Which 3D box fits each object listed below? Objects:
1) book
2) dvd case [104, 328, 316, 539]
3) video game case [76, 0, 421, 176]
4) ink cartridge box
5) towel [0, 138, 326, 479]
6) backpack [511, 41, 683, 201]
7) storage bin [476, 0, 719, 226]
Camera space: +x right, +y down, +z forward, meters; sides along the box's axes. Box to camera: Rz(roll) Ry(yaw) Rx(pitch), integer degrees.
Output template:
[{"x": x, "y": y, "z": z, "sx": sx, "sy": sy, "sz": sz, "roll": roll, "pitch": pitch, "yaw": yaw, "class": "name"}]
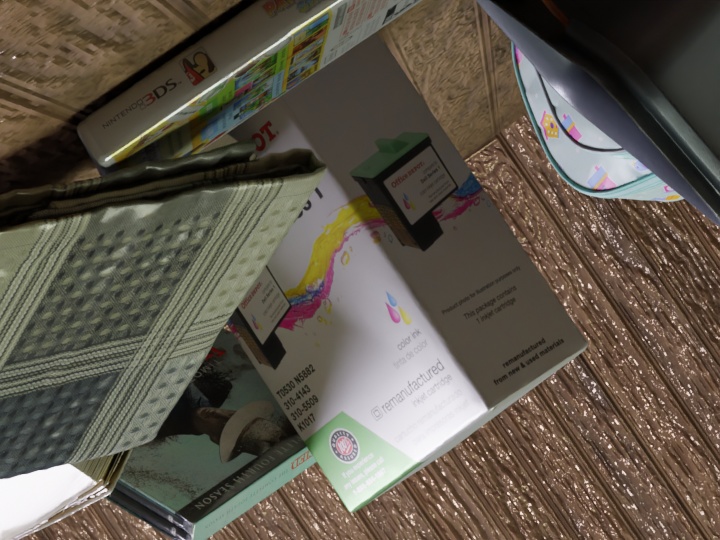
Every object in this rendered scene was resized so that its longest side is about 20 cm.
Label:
[{"x": -0.130, "y": 0.033, "z": 1.472, "sx": 0.134, "sy": 0.048, "sz": 0.200, "roll": -33, "pitch": -153, "yaw": 54, "class": "book"}, {"x": -0.119, "y": 0.065, "z": 1.592, "sx": 0.146, "sy": 0.200, "sz": 0.022, "roll": -32, "pitch": 142, "yaw": -44, "class": "dvd case"}, {"x": -0.037, "y": -0.095, "z": 1.283, "sx": 0.182, "sy": 0.023, "sz": 0.200, "roll": -35, "pitch": 179, "yaw": -4, "class": "video game case"}, {"x": 0.000, "y": 0.000, "z": 1.531, "sx": 0.084, "sy": 0.200, "sz": 0.145, "roll": -29, "pitch": 173, "yaw": -39, "class": "ink cartridge box"}, {"x": -0.125, "y": 0.021, "z": 1.266, "sx": 0.192, "sy": 0.035, "sz": 0.200, "roll": -12, "pitch": 147, "yaw": -44, "class": "towel"}, {"x": 0.191, "y": -0.137, "z": 1.924, "sx": 0.153, "sy": 0.176, "sz": 0.200, "roll": -9, "pitch": 161, "yaw": -44, "class": "backpack"}, {"x": 0.158, "y": -0.141, "z": 1.555, "sx": 0.134, "sy": 0.146, "sz": 0.200, "roll": -45, "pitch": -149, "yaw": 0, "class": "storage bin"}]
